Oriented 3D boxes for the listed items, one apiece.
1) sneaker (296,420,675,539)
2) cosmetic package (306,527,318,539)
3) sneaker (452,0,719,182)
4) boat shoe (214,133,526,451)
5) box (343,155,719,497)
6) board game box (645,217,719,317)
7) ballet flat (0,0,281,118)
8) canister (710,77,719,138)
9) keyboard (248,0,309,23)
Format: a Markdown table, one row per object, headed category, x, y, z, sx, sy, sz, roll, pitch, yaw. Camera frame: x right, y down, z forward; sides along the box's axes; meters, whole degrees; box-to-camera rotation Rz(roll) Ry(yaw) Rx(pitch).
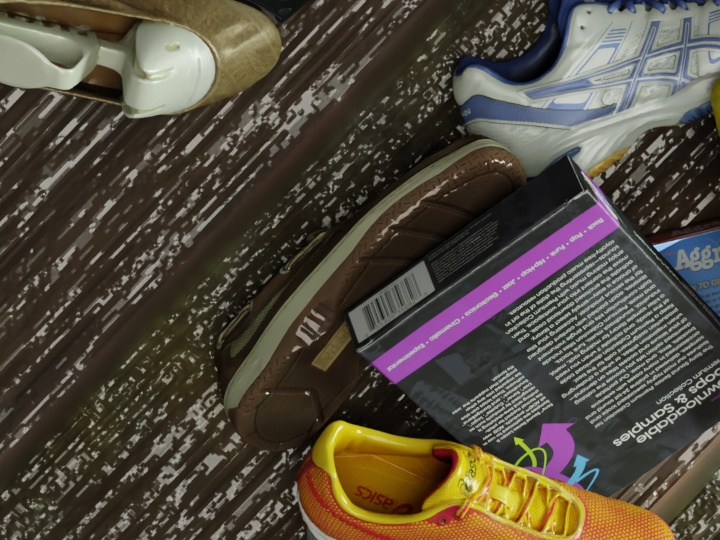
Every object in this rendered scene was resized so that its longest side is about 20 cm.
| category | x | y | z | sx | sy | sz | roll | pitch | yaw |
| --- | --- | --- | --- | --- | --- | --- | --- | --- | --- |
| sneaker | 0.066 | 0.127 | 1.472 | 0.199 | 0.077 | 0.073 | 11 | 60 | -6 |
| cosmetic package | 0.064 | 0.214 | 1.552 | 0.199 | 0.052 | 0.152 | 2 | 113 | -10 |
| sneaker | 0.141 | -0.116 | 1.481 | 0.199 | 0.075 | 0.088 | -32 | 107 | -1 |
| boat shoe | -0.004 | -0.003 | 1.481 | 0.202 | 0.075 | 0.075 | -44 | 131 | 10 |
| box | 0.104 | 0.042 | 1.484 | 0.143 | 0.036 | 0.200 | -35 | 131 | 13 |
| board game box | 0.255 | 0.008 | 1.562 | 0.199 | 0.019 | 0.104 | -14 | 108 | -6 |
| ballet flat | -0.135 | -0.109 | 1.433 | 0.199 | 0.072 | 0.068 | 11 | 119 | -13 |
| canister | 0.265 | -0.027 | 1.471 | 0.148 | 0.087 | 0.201 | -26 | 122 | -10 |
| keyboard | 0.020 | -0.192 | 1.431 | 0.200 | 0.021 | 0.127 | -37 | 140 | 25 |
